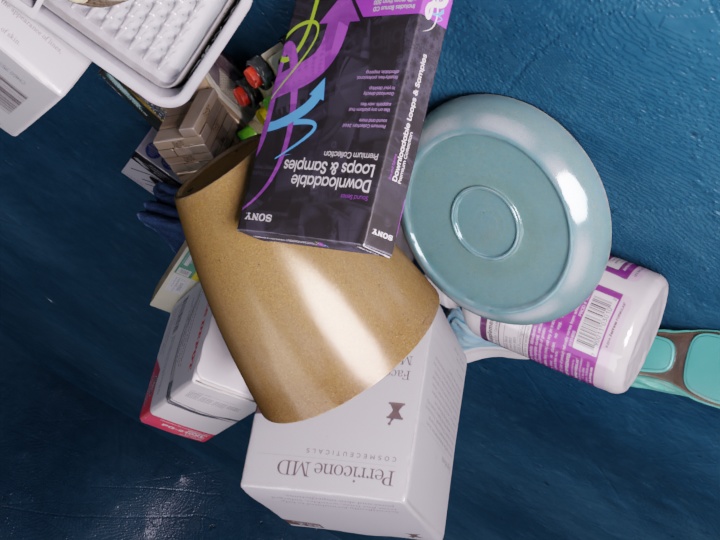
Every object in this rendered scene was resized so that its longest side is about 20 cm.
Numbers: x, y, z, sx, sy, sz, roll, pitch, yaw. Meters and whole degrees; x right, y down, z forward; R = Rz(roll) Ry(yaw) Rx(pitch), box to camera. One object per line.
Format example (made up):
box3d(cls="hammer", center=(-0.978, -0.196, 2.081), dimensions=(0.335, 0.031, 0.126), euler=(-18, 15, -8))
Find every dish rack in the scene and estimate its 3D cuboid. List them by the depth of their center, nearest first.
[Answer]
box3d(cls="dish rack", center=(-0.192, -0.245, 0.939), dimensions=(0.200, 0.044, 0.172), euler=(36, 131, -10))

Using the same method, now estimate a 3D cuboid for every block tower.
box3d(cls="block tower", center=(-0.120, -0.078, 1.075), dimensions=(0.057, 0.054, 0.200), euler=(-4, 138, 27))

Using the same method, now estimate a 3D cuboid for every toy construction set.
box3d(cls="toy construction set", center=(-0.044, -0.131, 0.984), dimensions=(0.131, 0.092, 0.200), euler=(54, 150, -4))

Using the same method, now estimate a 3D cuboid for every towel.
box3d(cls="towel", center=(-0.165, -0.018, 1.300), dimensions=(0.111, 0.049, 0.200), euler=(18, 158, 29))

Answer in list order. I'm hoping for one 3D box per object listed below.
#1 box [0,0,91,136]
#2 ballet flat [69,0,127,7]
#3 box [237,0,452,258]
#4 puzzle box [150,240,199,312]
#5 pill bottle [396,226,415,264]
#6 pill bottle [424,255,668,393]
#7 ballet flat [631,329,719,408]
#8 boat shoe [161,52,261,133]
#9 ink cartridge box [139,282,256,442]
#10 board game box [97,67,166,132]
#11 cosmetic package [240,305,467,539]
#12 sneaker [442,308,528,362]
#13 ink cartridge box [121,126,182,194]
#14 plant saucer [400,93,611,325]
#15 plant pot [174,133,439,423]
box3d(cls="box", center=(-0.345, -0.252, 1.073), dimensions=(0.200, 0.131, 0.199), euler=(40, 157, -20))
box3d(cls="ballet flat", center=(-0.159, -0.238, 0.872), dimensions=(0.199, 0.046, 0.068), euler=(-4, 126, 22))
box3d(cls="box", center=(-0.013, -0.115, 0.836), dimensions=(0.142, 0.201, 0.036), euler=(7, 173, 46))
box3d(cls="puzzle box", center=(-0.150, 0.020, 1.273), dimensions=(0.132, 0.026, 0.200), euler=(22, 153, -14))
box3d(cls="pill bottle", center=(0.000, 0.000, 1.188), dimensions=(0.111, 0.111, 0.200), euler=(28, 159, 10))
box3d(cls="pill bottle", center=(0.161, 0.023, 1.018), dimensions=(0.199, 0.113, 0.112), euler=(23, 158, 23))
box3d(cls="ballet flat", center=(0.306, 0.087, 1.050), dimensions=(0.199, 0.068, 0.070), euler=(11, 175, 43))
box3d(cls="boat shoe", center=(-0.144, -0.175, 1.062), dimensions=(0.072, 0.065, 0.200), euler=(-22, 126, 39))
box3d(cls="ink cartridge box", center=(-0.152, 0.085, 1.207), dimensions=(0.084, 0.146, 0.200), euler=(22, 154, -19))
box3d(cls="board game box", center=(-0.172, -0.150, 1.161), dimensions=(0.200, 0.028, 0.135), euler=(46, 161, -19))
box3d(cls="cosmetic package", center=(0.001, 0.144, 1.122), dimensions=(0.164, 0.201, 0.165), euler=(2, 155, 18))
box3d(cls="sneaker", center=(0.115, 0.049, 1.204), dimensions=(0.199, 0.074, 0.082), euler=(-11, 133, 45))
box3d(cls="ink cartridge box", center=(-0.170, -0.081, 1.296), dimensions=(0.200, 0.044, 0.094), euler=(35, 160, -12))
box3d(cls="plant saucer", center=(0.106, -0.042, 0.928), dimensions=(0.199, 0.027, 0.201), euler=(19, 124, 31))
box3d(cls="plant pot", center=(-0.063, -0.007, 0.963), dimensions=(0.186, 0.186, 0.200), euler=(-3, 126, 56))
